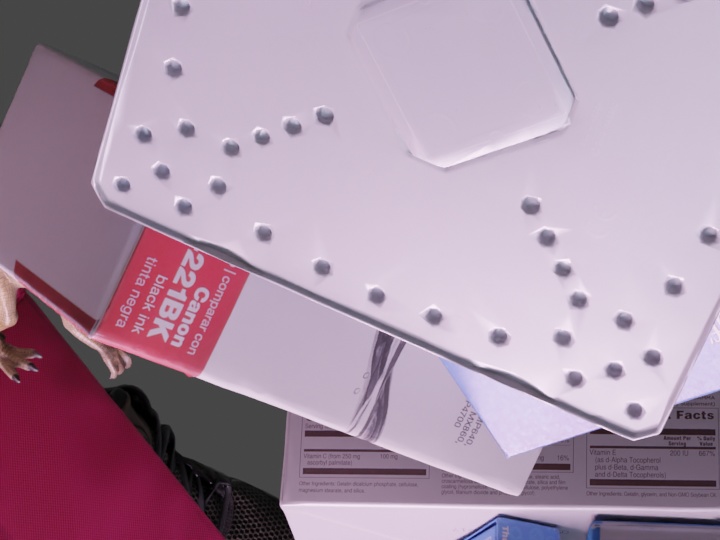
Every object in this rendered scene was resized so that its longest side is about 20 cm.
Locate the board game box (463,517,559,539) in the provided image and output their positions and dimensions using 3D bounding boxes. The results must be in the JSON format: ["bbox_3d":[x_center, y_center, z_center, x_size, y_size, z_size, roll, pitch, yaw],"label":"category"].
[{"bbox_3d":[0.033,0.215,1.112,0.037,0.152,0.200,11,155,-21],"label":"board game box"}]

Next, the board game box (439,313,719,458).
[{"bbox_3d":[0.079,-0.050,0.772,0.200,0.043,0.199,-22,112,37],"label":"board game box"}]

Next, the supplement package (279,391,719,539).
[{"bbox_3d":[0.073,0.085,1.138,0.199,0.111,0.156,1,156,6],"label":"supplement package"}]

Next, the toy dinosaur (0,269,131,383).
[{"bbox_3d":[-0.152,-0.005,1.048,0.200,0.058,0.101,7,139,30],"label":"toy dinosaur"}]

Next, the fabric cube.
[{"bbox_3d":[-0.206,0.161,1.147,0.196,0.200,0.200,-21,112,44],"label":"fabric cube"}]

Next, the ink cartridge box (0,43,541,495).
[{"bbox_3d":[-0.030,0.000,0.910,0.200,0.084,0.144,22,-175,-32],"label":"ink cartridge box"}]

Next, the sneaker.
[{"bbox_3d":[-0.106,0.121,1.270,0.199,0.076,0.114,23,155,-15],"label":"sneaker"}]

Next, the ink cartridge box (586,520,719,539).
[{"bbox_3d":[0.138,0.214,1.107,0.084,0.145,0.200,1,156,0],"label":"ink cartridge box"}]

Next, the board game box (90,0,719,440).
[{"bbox_3d":[0.034,-0.066,0.725,0.200,0.026,0.200,24,125,5],"label":"board game box"}]
